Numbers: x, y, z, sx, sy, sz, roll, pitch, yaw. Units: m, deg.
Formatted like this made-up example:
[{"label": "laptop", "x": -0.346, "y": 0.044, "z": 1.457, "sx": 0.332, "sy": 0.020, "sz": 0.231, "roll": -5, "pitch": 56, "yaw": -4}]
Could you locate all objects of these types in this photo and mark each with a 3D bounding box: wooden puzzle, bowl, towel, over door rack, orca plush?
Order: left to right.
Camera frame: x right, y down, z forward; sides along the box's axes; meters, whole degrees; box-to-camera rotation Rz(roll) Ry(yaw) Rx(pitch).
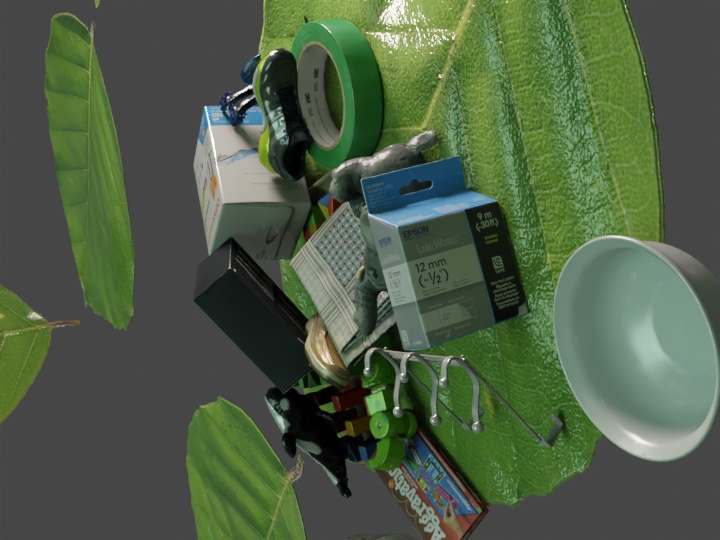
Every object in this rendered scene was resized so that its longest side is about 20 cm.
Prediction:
[{"label": "orca plush", "x": -0.060, "y": 0.250, "z": 1.424, "sx": 0.071, "sy": 0.105, "sz": 0.202, "roll": -30, "pitch": 88, "yaw": 31}, {"label": "wooden puzzle", "x": -0.039, "y": -0.040, "z": 1.435, "sx": 0.185, "sy": 0.046, "sz": 0.203, "roll": -28, "pitch": 78, "yaw": 62}, {"label": "towel", "x": 0.000, "y": 0.000, "z": 1.293, "sx": 0.192, "sy": 0.034, "sz": 0.201, "roll": -44, "pitch": 59, "yaw": 20}, {"label": "over door rack", "x": 0.112, "y": 0.154, "z": 1.066, "sx": 0.147, "sy": 0.199, "sz": 0.068, "roll": 2, "pitch": 64, "yaw": 53}, {"label": "bowl", "x": 0.269, "y": 0.059, "z": 0.843, "sx": 0.201, "sy": 0.089, "sz": 0.204, "roll": 38, "pitch": 136, "yaw": 50}]

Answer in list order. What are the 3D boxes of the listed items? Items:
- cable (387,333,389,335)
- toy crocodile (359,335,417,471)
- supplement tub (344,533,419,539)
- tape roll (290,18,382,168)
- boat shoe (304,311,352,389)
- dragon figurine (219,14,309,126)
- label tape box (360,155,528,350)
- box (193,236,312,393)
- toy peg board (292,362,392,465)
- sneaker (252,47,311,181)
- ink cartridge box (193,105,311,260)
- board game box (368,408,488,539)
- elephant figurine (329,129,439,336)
[{"label": "cable", "x": -0.008, "y": 0.030, "z": 1.374, "sx": 0.199, "sy": 0.050, "sz": 0.098, "roll": 31, "pitch": 160, "yaw": 42}, {"label": "toy crocodile", "x": 0.031, "y": 0.183, "z": 1.354, "sx": 0.061, "sy": 0.067, "sz": 0.204, "roll": -23, "pitch": 69, "yaw": 38}, {"label": "supplement tub", "x": 0.038, "y": 0.477, "z": 1.433, "sx": 0.200, "sy": 0.143, "sz": 0.147, "roll": -31, "pitch": 76, "yaw": 62}, {"label": "tape roll", "x": -0.038, "y": -0.249, "z": 1.330, "sx": 0.200, "sy": 0.047, "sz": 0.204, "roll": 38, "pitch": 136, "yaw": 50}, {"label": "boat shoe", "x": -0.038, "y": 0.096, "z": 1.371, "sx": 0.076, "sy": 0.071, "sz": 0.200, "roll": -49, "pitch": 23, "yaw": 11}, {"label": "dragon figurine", "x": -0.140, "y": -0.293, "z": 1.425, "sx": 0.059, "sy": 0.099, "sz": 0.200, "roll": 53, "pitch": 134, "yaw": 3}, {"label": "label tape box", "x": 0.096, "y": -0.026, "z": 1.076, "sx": 0.066, "sy": 0.141, "sz": 0.204, "roll": -13, "pitch": 92, "yaw": 64}, {"label": "box", "x": -0.155, "y": 0.065, "z": 1.412, "sx": 0.200, "sy": 0.079, "sz": 0.141, "roll": 49, "pitch": -174, "yaw": -20}, {"label": "toy peg board", "x": -0.030, "y": 0.221, "z": 1.490, "sx": 0.199, "sy": 0.096, "sz": 0.203, "roll": -16, "pitch": 89, "yaw": 64}, {"label": "sneaker", "x": -0.103, "y": -0.220, "z": 1.355, "sx": 0.081, "sy": 0.073, "sz": 0.203, "roll": 38, "pitch": 142, "yaw": 41}, {"label": "ink cartridge box", "x": -0.177, "y": -0.137, "z": 1.504, "sx": 0.148, "sy": 0.142, "sz": 0.203, "roll": 115, "pitch": 146, "yaw": -50}, {"label": "board game box", "x": 0.091, "y": 0.301, "z": 1.329, "sx": 0.104, "sy": 0.019, "sz": 0.200, "roll": -57, "pitch": 46, "yaw": 18}, {"label": "elephant figurine", "x": 0.045, "y": -0.043, "z": 1.188, "sx": 0.155, "sy": 0.139, "sz": 0.203, "roll": 111, "pitch": 145, "yaw": -70}]
